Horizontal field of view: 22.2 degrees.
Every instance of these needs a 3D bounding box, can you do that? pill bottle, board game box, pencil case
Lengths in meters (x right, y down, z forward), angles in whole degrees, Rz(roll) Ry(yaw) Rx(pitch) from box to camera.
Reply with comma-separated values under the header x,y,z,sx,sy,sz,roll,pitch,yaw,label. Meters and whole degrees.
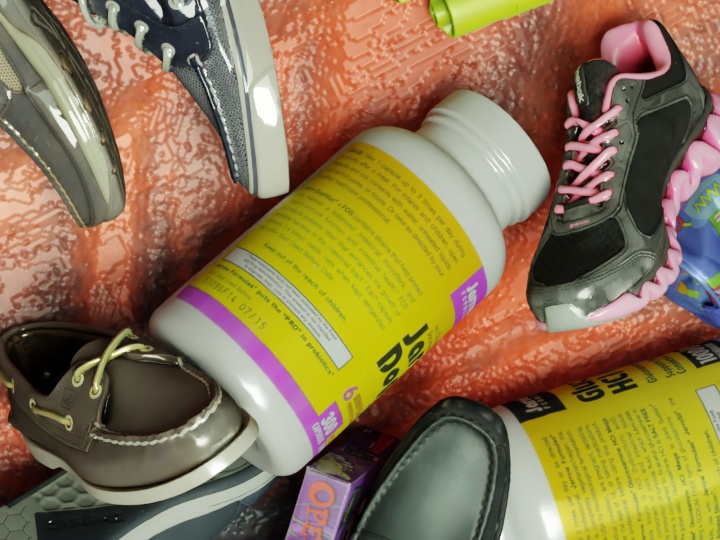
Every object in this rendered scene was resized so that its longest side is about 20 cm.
x,y,z,sx,sy,sz,roll,pitch,yaw,label
0.000,0.000,0.902,0.200,0.104,0.104,-42,111,-17,pill bottle
0.126,0.113,0.969,0.200,0.112,0.113,-16,107,-10,pill bottle
-0.030,0.186,0.945,0.032,0.120,0.200,20,100,15,board game box
0.234,-0.056,0.972,0.200,0.087,0.078,-44,144,0,pencil case

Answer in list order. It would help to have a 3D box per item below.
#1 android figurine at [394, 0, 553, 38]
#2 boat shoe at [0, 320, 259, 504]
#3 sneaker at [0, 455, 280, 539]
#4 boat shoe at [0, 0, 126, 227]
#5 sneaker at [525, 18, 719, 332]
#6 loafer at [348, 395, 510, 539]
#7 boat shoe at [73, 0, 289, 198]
x,y,z,sx,sy,sz,roll,pitch,yaw,label
0.054,-0.212,0.907,0.200,0.041,0.182,-24,108,-8,android figurine
-0.115,0.059,0.850,0.072,0.200,0.060,-34,109,-24,boat shoe
-0.114,0.153,0.939,0.202,0.077,0.146,-29,139,-34,sneaker
-0.179,-0.104,0.863,0.073,0.075,0.200,-29,101,4,boat shoe
0.121,-0.052,0.903,0.095,0.079,0.200,59,40,-26,sneaker
0.019,0.157,0.882,0.068,0.070,0.201,24,103,8,loafer
-0.096,-0.125,0.879,0.093,0.075,0.200,-14,99,-6,boat shoe
